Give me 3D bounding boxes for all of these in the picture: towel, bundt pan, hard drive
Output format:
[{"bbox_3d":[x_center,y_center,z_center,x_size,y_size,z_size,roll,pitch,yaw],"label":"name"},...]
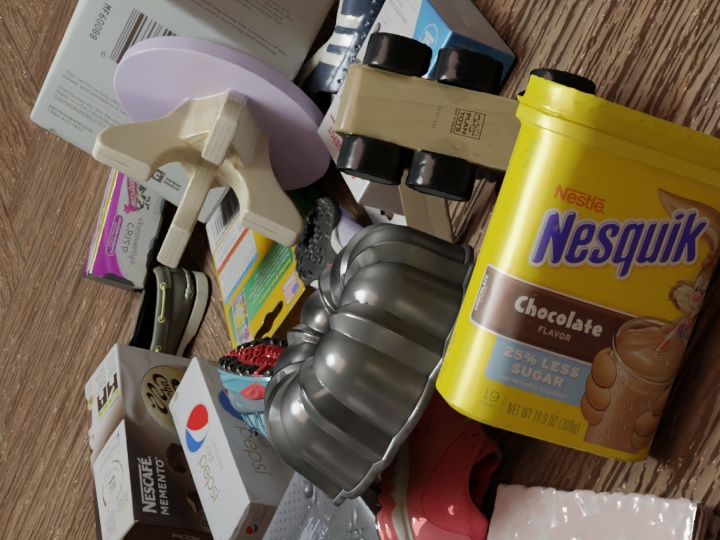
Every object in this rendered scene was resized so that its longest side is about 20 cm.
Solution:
[{"bbox_3d":[0.137,0.232,0.924,0.199,0.032,0.194,-6,72,59],"label":"towel"},{"bbox_3d":[-0.004,0.053,1.027,0.203,0.075,0.202,-58,11,18],"label":"bundt pan"},{"bbox_3d":[-0.007,0.239,1.132,0.200,0.042,0.136,47,118,47],"label":"hard drive"}]

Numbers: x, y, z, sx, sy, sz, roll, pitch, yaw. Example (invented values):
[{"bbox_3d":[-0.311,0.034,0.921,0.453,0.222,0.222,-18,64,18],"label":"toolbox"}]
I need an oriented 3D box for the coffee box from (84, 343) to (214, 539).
[{"bbox_3d":[-0.189,0.180,1.407,0.080,0.112,0.202,-49,39,36],"label":"coffee box"}]

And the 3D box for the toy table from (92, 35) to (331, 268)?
[{"bbox_3d":[-0.127,-0.101,1.266,0.118,0.198,0.185,-74,-1,-45],"label":"toy table"}]

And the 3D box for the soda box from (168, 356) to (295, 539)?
[{"bbox_3d":[-0.108,0.164,1.323,0.064,0.067,0.201,-60,34,23],"label":"soda box"}]

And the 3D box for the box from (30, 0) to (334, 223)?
[{"bbox_3d":[-0.165,-0.200,1.393,0.200,0.198,0.172,-53,11,40],"label":"box"}]

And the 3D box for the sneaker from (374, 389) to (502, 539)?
[{"bbox_3d":[0.062,0.125,1.080,0.086,0.074,0.202,-14,49,18],"label":"sneaker"}]

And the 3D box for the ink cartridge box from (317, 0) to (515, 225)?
[{"bbox_3d":[0.032,-0.125,1.217,0.201,0.066,0.116,-61,34,24],"label":"ink cartridge box"}]

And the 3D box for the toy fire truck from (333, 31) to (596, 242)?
[{"bbox_3d":[0.079,-0.072,1.070,0.200,0.174,0.130,23,-100,-79],"label":"toy fire truck"}]

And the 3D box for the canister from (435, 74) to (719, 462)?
[{"bbox_3d":[0.141,0.001,0.907,0.087,0.147,0.202,-130,57,-73],"label":"canister"}]

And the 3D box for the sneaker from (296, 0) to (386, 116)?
[{"bbox_3d":[0.007,-0.184,1.284,0.201,0.074,0.085,122,148,-44],"label":"sneaker"}]

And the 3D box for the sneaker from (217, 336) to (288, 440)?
[{"bbox_3d":[-0.033,0.118,1.236,0.199,0.079,0.097,17,128,48],"label":"sneaker"}]

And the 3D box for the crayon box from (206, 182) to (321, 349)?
[{"bbox_3d":[-0.079,-0.008,1.367,0.126,0.051,0.201,-53,36,33],"label":"crayon box"}]

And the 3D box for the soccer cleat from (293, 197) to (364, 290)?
[{"bbox_3d":[0.000,0.000,1.219,0.069,0.073,0.200,-64,25,12],"label":"soccer cleat"}]

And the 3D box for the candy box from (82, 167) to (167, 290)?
[{"bbox_3d":[-0.250,-0.052,1.600,0.200,0.060,0.138,173,112,-76],"label":"candy box"}]

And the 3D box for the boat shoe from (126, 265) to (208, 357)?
[{"bbox_3d":[-0.219,0.090,1.546,0.072,0.060,0.204,39,111,58],"label":"boat shoe"}]
